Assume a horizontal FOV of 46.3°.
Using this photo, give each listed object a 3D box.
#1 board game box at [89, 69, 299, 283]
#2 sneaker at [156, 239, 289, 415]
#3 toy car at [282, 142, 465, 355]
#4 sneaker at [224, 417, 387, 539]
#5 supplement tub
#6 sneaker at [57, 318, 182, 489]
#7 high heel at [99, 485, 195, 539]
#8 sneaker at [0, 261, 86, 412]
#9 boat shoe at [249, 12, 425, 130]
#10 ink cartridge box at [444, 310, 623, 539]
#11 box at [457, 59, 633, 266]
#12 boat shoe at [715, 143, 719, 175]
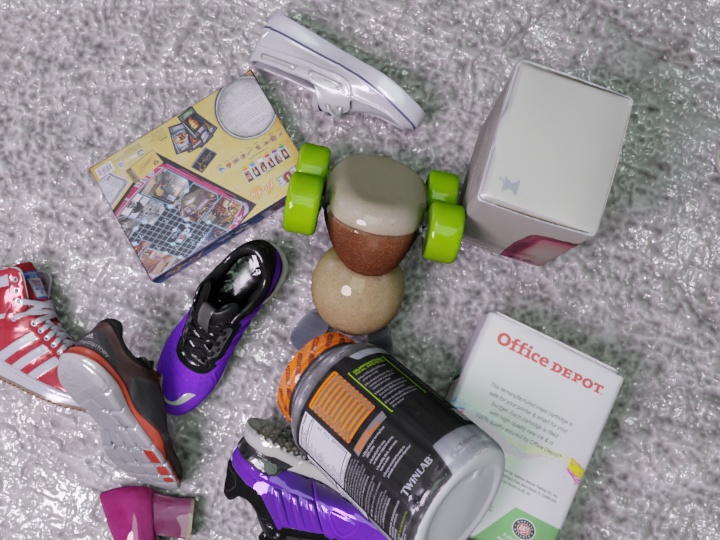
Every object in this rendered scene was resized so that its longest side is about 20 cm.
[{"bbox_3d":[-0.163,-0.097,0.880,0.198,0.035,0.137,-31,84,-3],"label":"board game box"},{"bbox_3d":[-0.148,0.052,0.829,0.069,0.100,0.202,32,88,4],"label":"sneaker"},{"bbox_3d":[0.000,0.000,0.831,0.160,0.159,0.204,11,116,-2],"label":"toy car"},{"bbox_3d":[-0.047,0.237,0.824,0.198,0.070,0.101,32,94,5],"label":"sneaker"},{"bbox_3d":[0.020,0.148,0.747,0.199,0.123,0.123,37,84,36],"label":"supplement tub"},{"bbox_3d":[-0.209,0.129,0.805,0.075,0.203,0.083,4,43,24],"label":"sneaker"},{"bbox_3d":[-0.220,0.316,0.817,0.094,0.068,0.205,8,69,-9],"label":"high heel"},{"bbox_3d":[-0.312,0.063,0.845,0.196,0.071,0.115,21,87,5],"label":"sneaker"},{"bbox_3d":[-0.026,-0.191,0.879,0.198,0.074,0.066,33,89,14],"label":"boat shoe"},{"bbox_3d":[0.146,0.163,0.825,0.142,0.084,0.203,25,85,3],"label":"ink cartridge box"},{"bbox_3d":[0.162,-0.091,0.795,0.107,0.200,0.131,18,84,1],"label":"box"},{"bbox_3d":[0.451,-0.066,0.860,0.074,0.066,0.201,-37,85,-4],"label":"boat shoe"}]
